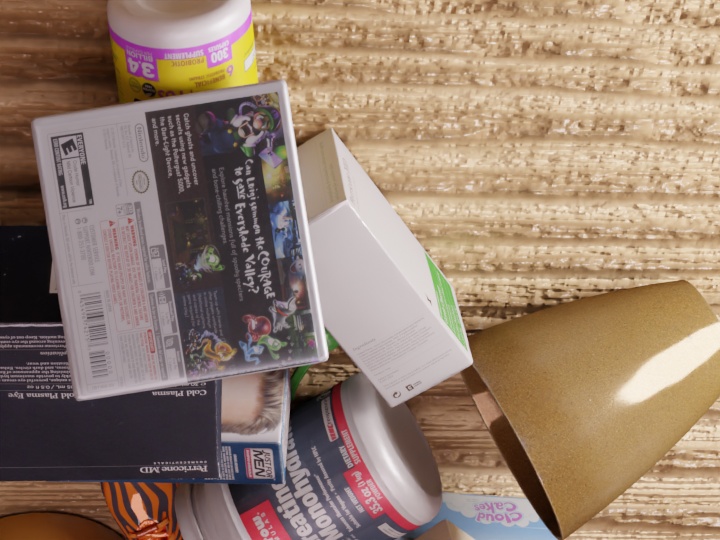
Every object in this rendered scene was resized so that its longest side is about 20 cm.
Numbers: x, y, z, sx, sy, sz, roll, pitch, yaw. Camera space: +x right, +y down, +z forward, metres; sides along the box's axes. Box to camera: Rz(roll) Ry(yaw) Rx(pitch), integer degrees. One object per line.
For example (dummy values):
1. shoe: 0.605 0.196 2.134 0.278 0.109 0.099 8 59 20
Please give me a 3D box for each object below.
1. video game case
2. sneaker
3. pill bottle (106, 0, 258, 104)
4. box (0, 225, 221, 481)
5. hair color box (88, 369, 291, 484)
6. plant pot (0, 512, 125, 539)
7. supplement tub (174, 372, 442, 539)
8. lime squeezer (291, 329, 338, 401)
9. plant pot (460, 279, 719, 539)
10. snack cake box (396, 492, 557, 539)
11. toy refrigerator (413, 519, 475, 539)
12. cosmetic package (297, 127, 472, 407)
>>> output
1. video game case: -0.126 -0.021 1.368 0.181 0.023 0.201 -9 92 -3
2. sneaker: -0.167 0.252 1.710 0.077 0.112 0.201 -22 127 8
3. pill bottle: -0.125 -0.120 1.441 0.104 0.105 0.201 -7 128 -3
4. box: -0.204 0.064 1.475 0.199 0.104 0.183 0 135 -4
5. hair color box: -0.159 0.118 1.596 0.199 0.100 0.061 1 138 2
6. plant pot: -0.283 0.349 1.721 0.199 0.184 0.201 -4 127 -6
7. supplement tub: -0.043 0.190 1.665 0.199 0.141 0.140 -30 125 14
8. lime squeezer: -0.051 0.030 1.617 0.070 0.038 0.201 8 133 25
9. plant pot: 0.207 0.097 1.626 0.199 0.187 0.187 -28 127 -5
10. snack cake box: 0.074 0.265 1.786 0.199 0.067 0.116 5 125 -13
11. toy refrigerator: 0.026 0.308 1.728 0.200 0.070 0.076 -37 129 19
12. cosmetic package: 0.000 0.000 1.550 0.085 0.108 0.200 -28 127 13
